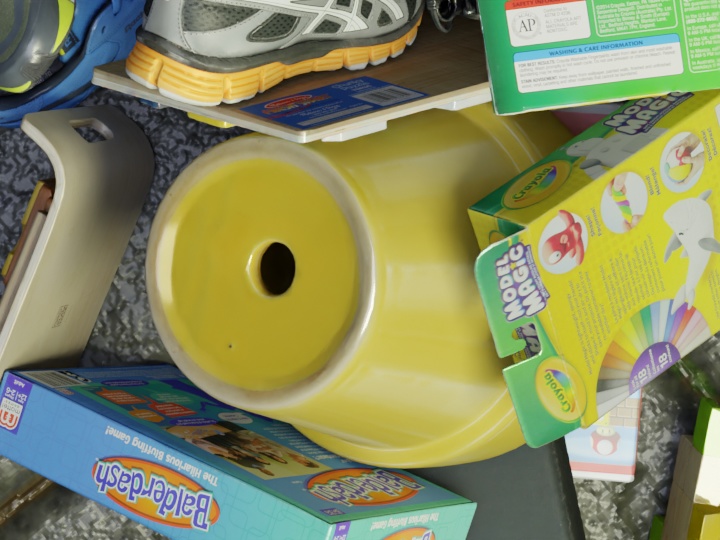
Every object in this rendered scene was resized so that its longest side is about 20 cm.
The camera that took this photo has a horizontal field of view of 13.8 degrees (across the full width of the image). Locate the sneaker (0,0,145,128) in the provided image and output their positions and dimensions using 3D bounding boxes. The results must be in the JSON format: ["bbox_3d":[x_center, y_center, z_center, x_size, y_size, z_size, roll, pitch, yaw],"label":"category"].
[{"bbox_3d":[-0.124,-0.145,1.534,0.200,0.078,0.066,-41,91,8],"label":"sneaker"}]

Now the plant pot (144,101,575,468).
[{"bbox_3d":[0.000,0.000,1.455,0.201,0.189,0.201,0,91,29],"label":"plant pot"}]

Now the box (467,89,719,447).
[{"bbox_3d":[0.131,-0.012,1.416,0.200,0.048,0.117,-34,122,-29],"label":"box"}]

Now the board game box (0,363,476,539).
[{"bbox_3d":[-0.064,0.103,1.491,0.200,0.152,0.045,22,100,28],"label":"board game box"}]

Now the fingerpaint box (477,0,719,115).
[{"bbox_3d":[0.164,-0.142,1.398,0.200,0.167,0.073,-6,110,12],"label":"fingerpaint box"}]

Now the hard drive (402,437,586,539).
[{"bbox_3d":[0.021,0.164,1.541,0.200,0.033,0.140,-18,64,16],"label":"hard drive"}]

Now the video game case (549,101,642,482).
[{"bbox_3d":[0.081,0.007,1.568,0.143,0.017,0.200,5,99,4],"label":"video game case"}]

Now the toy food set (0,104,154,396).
[{"bbox_3d":[-0.180,0.011,1.527,0.060,0.144,0.200,24,100,11],"label":"toy food set"}]

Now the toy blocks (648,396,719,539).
[{"bbox_3d":[0.223,0.173,1.551,0.137,0.100,0.200,9,99,-8],"label":"toy blocks"}]

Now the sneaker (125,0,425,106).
[{"bbox_3d":[-0.029,-0.138,1.410,0.078,0.200,0.077,22,119,27],"label":"sneaker"}]

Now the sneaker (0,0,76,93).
[{"bbox_3d":[-0.215,-0.163,1.493,0.074,0.081,0.200,-52,57,18],"label":"sneaker"}]

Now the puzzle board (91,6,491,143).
[{"bbox_3d":[-0.006,-0.095,1.445,0.151,0.200,0.017,19,118,43],"label":"puzzle board"}]

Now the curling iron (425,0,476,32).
[{"bbox_3d":[0.038,-0.216,1.457,0.026,0.050,0.200,-6,81,11],"label":"curling iron"}]
